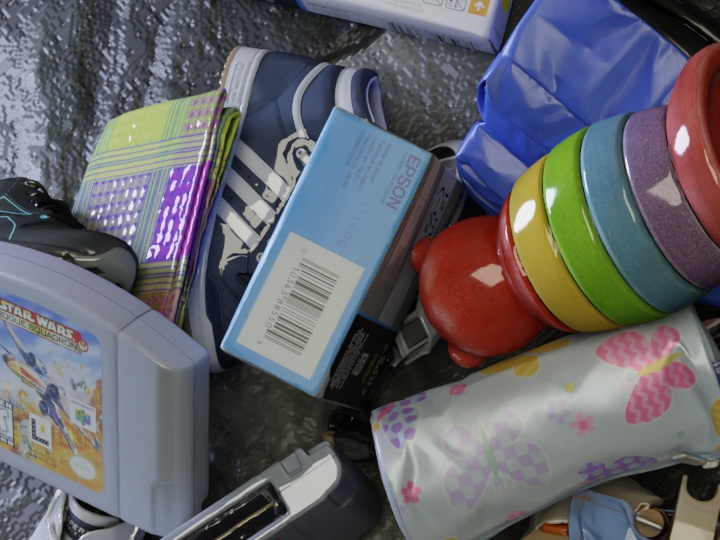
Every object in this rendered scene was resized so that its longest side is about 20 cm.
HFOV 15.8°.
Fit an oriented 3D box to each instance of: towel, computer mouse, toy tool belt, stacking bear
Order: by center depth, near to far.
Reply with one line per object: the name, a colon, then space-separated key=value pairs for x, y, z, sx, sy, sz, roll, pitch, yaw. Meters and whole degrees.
stacking bear: x=0.119 y=-0.017 z=1.350 sx=0.199 sy=0.114 sz=0.122 roll=-26 pitch=93 yaw=29
toy tool belt: x=0.176 y=0.174 z=1.416 sx=0.199 sy=0.123 sz=0.126 roll=11 pitch=91 yaw=10
computer mouse: x=0.039 y=0.021 z=1.511 sx=0.044 sy=0.109 sz=0.201 roll=24 pitch=74 yaw=-26
towel: x=-0.136 y=-0.003 z=1.528 sx=0.143 sy=0.023 sz=0.201 roll=-8 pitch=63 yaw=50

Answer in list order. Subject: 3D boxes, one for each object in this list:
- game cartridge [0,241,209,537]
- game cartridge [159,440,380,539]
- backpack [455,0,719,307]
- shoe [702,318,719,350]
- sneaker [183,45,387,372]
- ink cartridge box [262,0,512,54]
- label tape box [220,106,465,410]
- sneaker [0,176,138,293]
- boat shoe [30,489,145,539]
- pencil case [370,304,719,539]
game cartridge: x=-0.171 y=0.058 z=1.460 sx=0.199 sy=0.134 sz=0.041 roll=21 pitch=40 yaw=29
game cartridge: x=-0.082 y=0.171 z=1.469 sx=0.199 sy=0.133 sz=0.041 roll=-34 pitch=75 yaw=2
backpack: x=0.169 y=-0.063 z=1.463 sx=0.200 sy=0.162 sz=0.168 roll=37 pitch=108 yaw=8
shoe: x=0.250 y=0.063 z=1.448 sx=0.199 sy=0.091 sz=0.072 roll=-6 pitch=77 yaw=10
sneaker: x=-0.039 y=-0.034 z=1.539 sx=0.108 sy=0.070 sz=0.201 roll=6 pitch=76 yaw=14
ink cartridge box: x=0.015 y=-0.251 z=1.591 sx=0.196 sy=0.047 sz=0.201 roll=14 pitch=79 yaw=15
label tape box: x=0.000 y=0.000 z=1.450 sx=0.066 sy=0.200 sz=0.144 roll=25 pitch=89 yaw=14
sneaker: x=-0.200 y=-0.021 z=1.536 sx=0.199 sy=0.075 sz=0.080 roll=3 pitch=58 yaw=44
boat shoe: x=-0.154 y=0.147 z=1.522 sx=0.072 sy=0.069 sz=0.201 roll=31 pitch=85 yaw=16
pencil case: x=0.105 y=0.085 z=1.387 sx=0.199 sy=0.083 sz=0.091 roll=-20 pitch=101 yaw=8
